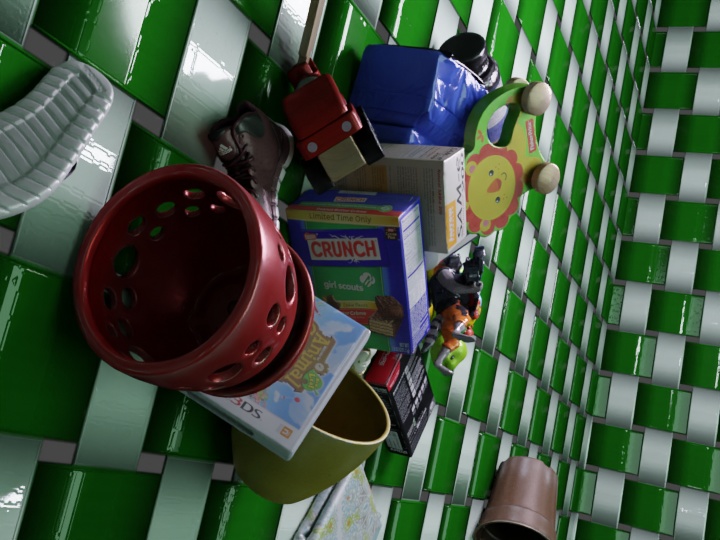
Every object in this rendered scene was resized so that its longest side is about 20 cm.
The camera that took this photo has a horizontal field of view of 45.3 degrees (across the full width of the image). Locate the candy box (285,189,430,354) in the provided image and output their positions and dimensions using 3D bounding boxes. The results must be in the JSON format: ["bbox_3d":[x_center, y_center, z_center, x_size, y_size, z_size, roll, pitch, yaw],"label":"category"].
[{"bbox_3d":[0.000,0.000,1.161,0.077,0.166,0.204,-45,135,-53],"label":"candy box"}]

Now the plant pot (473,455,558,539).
[{"bbox_3d":[0.382,0.566,2.043,0.200,0.196,0.203,-66,149,-43],"label":"plant pot"}]

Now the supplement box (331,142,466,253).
[{"bbox_3d":[0.042,-0.104,1.183,0.073,0.196,0.129,-37,129,-53],"label":"supplement box"}]

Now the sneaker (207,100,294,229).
[{"bbox_3d":[-0.142,-0.100,0.978,0.115,0.074,0.204,42,49,-52],"label":"sneaker"}]

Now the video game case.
[{"bbox_3d":[-0.106,0.090,0.978,0.201,0.180,0.022,-53,171,-43],"label":"video game case"}]

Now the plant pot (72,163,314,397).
[{"bbox_3d":[-0.153,0.024,0.849,0.183,0.196,0.205,51,52,-65],"label":"plant pot"}]

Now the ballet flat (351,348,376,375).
[{"bbox_3d":[-0.005,0.092,1.286,0.070,0.069,0.205,-28,122,-57],"label":"ballet flat"}]

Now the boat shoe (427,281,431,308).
[{"bbox_3d":[0.065,0.045,1.417,0.200,0.071,0.074,-36,124,-67],"label":"boat shoe"}]

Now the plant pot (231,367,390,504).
[{"bbox_3d":[-0.081,0.199,1.061,0.144,0.199,0.199,-59,157,17],"label":"plant pot"}]

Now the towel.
[{"bbox_3d":[-0.037,0.408,1.327,0.201,0.047,0.174,-57,140,-41],"label":"towel"}]

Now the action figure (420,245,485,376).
[{"bbox_3d":[0.150,0.043,1.414,0.202,0.102,0.197,91,1,-53],"label":"action figure"}]

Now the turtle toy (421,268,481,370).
[{"bbox_3d":[0.163,0.086,1.573,0.146,0.099,0.204,53,51,-54],"label":"turtle toy"}]

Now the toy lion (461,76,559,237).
[{"bbox_3d":[0.199,-0.159,1.269,0.189,0.068,0.204,-26,120,-23],"label":"toy lion"}]

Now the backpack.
[{"bbox_3d":[0.092,-0.233,1.283,0.198,0.161,0.171,11,99,-54],"label":"backpack"}]

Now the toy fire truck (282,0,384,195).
[{"bbox_3d":[-0.047,-0.224,1.048,0.202,0.127,0.177,59,7,-19],"label":"toy fire truck"}]

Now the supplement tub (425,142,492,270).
[{"bbox_3d":[0.139,-0.106,1.368,0.198,0.140,0.142,-33,130,-21],"label":"supplement tub"}]

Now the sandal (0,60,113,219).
[{"bbox_3d":[-0.274,-0.101,0.724,0.050,0.082,0.204,-47,-172,47],"label":"sandal"}]

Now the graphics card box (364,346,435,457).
[{"bbox_3d":[0.071,0.208,1.479,0.127,0.050,0.202,-61,145,-37],"label":"graphics card box"}]

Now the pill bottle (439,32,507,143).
[{"bbox_3d":[0.200,-0.314,1.534,0.113,0.110,0.202,-63,147,-32],"label":"pill bottle"}]
